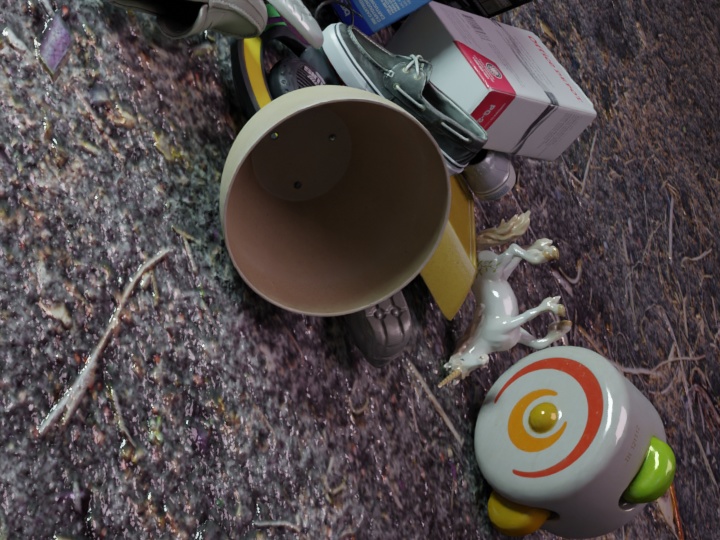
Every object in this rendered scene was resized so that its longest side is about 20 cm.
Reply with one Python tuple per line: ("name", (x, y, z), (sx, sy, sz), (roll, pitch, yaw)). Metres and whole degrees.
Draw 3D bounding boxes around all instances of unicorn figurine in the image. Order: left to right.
("unicorn figurine", (0.152, 0.042, 1.658), (0.074, 0.137, 0.201), (56, 25, -51))

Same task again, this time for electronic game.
("electronic game", (-0.056, -0.168, 1.480), (0.200, 0.042, 0.201), (37, 40, -39))

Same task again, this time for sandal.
("sandal", (-0.113, -0.275, 1.430), (0.203, 0.050, 0.082), (47, 16, -5))

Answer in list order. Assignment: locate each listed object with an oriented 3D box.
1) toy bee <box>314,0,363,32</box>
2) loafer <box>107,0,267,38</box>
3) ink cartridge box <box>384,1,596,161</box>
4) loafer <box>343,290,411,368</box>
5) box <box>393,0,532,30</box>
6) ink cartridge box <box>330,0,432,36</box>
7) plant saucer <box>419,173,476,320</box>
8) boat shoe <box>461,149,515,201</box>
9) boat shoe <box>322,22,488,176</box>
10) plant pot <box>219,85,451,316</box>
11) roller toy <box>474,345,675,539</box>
("toy bee", (-0.034, -0.340, 1.506), (0.200, 0.109, 0.131), (47, 76, -14))
("loafer", (-0.152, -0.229, 1.316), (0.200, 0.070, 0.070), (15, 69, -52))
("ink cartridge box", (0.144, -0.205, 1.691), (0.200, 0.083, 0.145), (6, 43, -48))
("loafer", (0.000, 0.000, 1.482), (0.070, 0.070, 0.201), (-1, 56, -17))
("box", (0.079, -0.368, 1.747), (0.200, 0.163, 0.086), (43, 38, -43))
("ink cartridge box", (0.047, -0.316, 1.615), (0.076, 0.200, 0.137), (59, 28, -14))
("plant saucer", (0.074, -0.081, 1.637), (0.200, 0.048, 0.200), (-87, 152, -53))
("boat shoe", (0.122, -0.165, 1.753), (0.072, 0.070, 0.201), (54, 11, -43))
("boat shoe", (0.048, -0.184, 1.547), (0.200, 0.071, 0.072), (42, 28, -14))
("plant pot", (-0.035, -0.079, 1.349), (0.200, 0.200, 0.135), (54, 2, -31))
("roller toy", (0.219, 0.182, 1.644), (0.140, 0.200, 0.183), (41, 28, -44))
